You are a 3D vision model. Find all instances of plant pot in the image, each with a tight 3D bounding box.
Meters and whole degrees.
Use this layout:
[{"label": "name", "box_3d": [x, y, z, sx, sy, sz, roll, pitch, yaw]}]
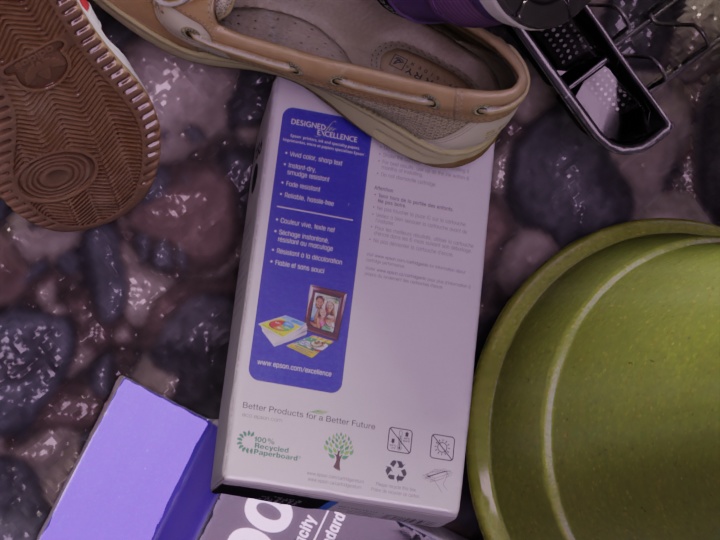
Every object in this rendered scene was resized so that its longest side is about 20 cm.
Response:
[{"label": "plant pot", "box_3d": [0.167, 0.064, 0.730, 0.200, 0.190, 0.200, 3, 82, -18]}]

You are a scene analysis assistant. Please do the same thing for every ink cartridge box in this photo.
[{"label": "ink cartridge box", "box_3d": [0.000, 0.000, 0.780, 0.099, 0.039, 0.200, 11, 73, -10]}, {"label": "ink cartridge box", "box_3d": [-0.056, 0.175, 0.790, 0.200, 0.043, 0.198, 27, 87, -10]}]

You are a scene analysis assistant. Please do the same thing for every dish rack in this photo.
[{"label": "dish rack", "box_3d": [0.136, -0.163, 0.810, 0.200, 0.055, 0.153, -38, 99, -8]}]

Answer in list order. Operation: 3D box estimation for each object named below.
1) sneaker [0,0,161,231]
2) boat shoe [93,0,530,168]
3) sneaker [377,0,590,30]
[{"label": "sneaker", "box_3d": [-0.138, -0.105, 0.727, 0.071, 0.200, 0.113, -24, 57, -5]}, {"label": "boat shoe", "box_3d": [-0.028, -0.109, 0.749, 0.200, 0.063, 0.073, 30, 71, -2]}, {"label": "sneaker", "box_3d": [0.081, -0.157, 0.737, 0.200, 0.087, 0.076, -35, 114, -36]}]
